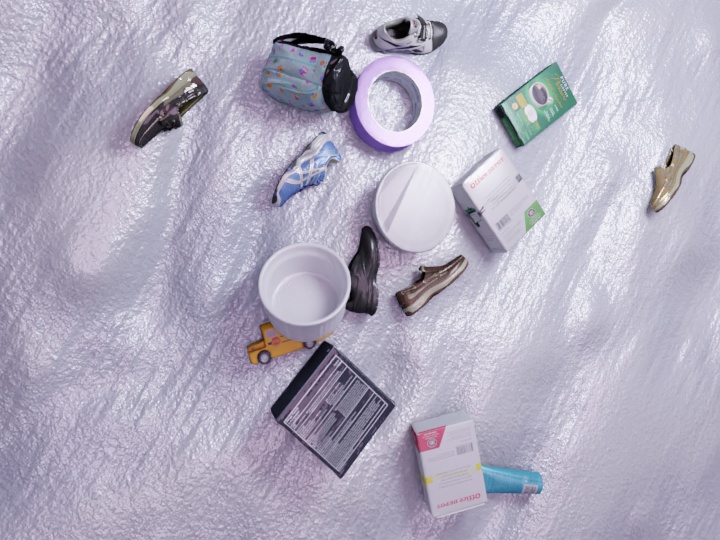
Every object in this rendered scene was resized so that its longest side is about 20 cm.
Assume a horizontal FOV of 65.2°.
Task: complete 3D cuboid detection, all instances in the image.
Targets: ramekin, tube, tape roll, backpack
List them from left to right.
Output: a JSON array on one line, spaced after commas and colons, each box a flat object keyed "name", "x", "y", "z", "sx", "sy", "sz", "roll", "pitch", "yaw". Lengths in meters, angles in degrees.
[{"name": "ramekin", "x": -0.118, "y": 0.051, "z": 1.207, "sx": 0.193, "sy": 0.099, "sz": 0.206, "roll": 2, "pitch": 55, "yaw": -2}, {"name": "backpack", "x": -0.116, "y": -0.415, "z": 1.204, "sx": 0.194, "sy": 0.167, "sz": 0.130, "roll": 19, "pitch": 81, "yaw": 14}, {"name": "tape roll", "x": 0.073, "y": -0.385, "z": 1.311, "sx": 0.193, "sy": 0.065, "sz": 0.208, "roll": 0, "pitch": 92, "yaw": -15}, {"name": "ramekin", "x": 0.114, "y": -0.144, "z": 1.310, "sx": 0.195, "sy": 0.094, "sz": 0.211, "roll": 0, "pitch": 92, "yaw": -15}, {"name": "tube", "x": 0.359, "y": 0.528, "z": 1.414, "sx": 0.193, "sy": 0.050, "sz": 0.081, "roll": 7, "pitch": 87, "yaw": -9}]

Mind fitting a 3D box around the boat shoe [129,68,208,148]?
[{"name": "boat shoe", "x": -0.398, "y": -0.330, "z": 1.180, "sx": 0.065, "sy": 0.072, "sz": 0.203, "roll": 38, "pitch": 77, "yaw": -7}]

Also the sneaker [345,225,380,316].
[{"name": "sneaker", "x": 0.000, "y": 0.000, "z": 1.295, "sx": 0.087, "sy": 0.076, "sz": 0.208, "roll": 2, "pitch": 88, "yaw": -8}]

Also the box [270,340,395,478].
[{"name": "box", "x": -0.063, "y": 0.302, "z": 1.253, "sx": 0.198, "sy": 0.123, "sz": 0.201, "roll": 44, "pitch": 79, "yaw": -13}]

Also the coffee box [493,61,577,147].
[{"name": "coffee box", "x": 0.444, "y": -0.417, "z": 1.422, "sx": 0.198, "sy": 0.044, "sz": 0.125, "roll": -39, "pitch": 100, "yaw": -11}]

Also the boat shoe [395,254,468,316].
[{"name": "boat shoe", "x": 0.168, "y": 0.018, "z": 1.339, "sx": 0.201, "sy": 0.075, "sz": 0.076, "roll": -39, "pitch": 94, "yaw": -11}]

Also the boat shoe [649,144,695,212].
[{"name": "boat shoe", "x": 0.824, "y": -0.252, "z": 1.524, "sx": 0.075, "sy": 0.072, "sz": 0.203, "roll": 34, "pitch": 75, "yaw": 1}]

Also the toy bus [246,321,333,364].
[{"name": "toy bus", "x": -0.159, "y": 0.144, "z": 1.254, "sx": 0.194, "sy": 0.065, "sz": 0.081, "roll": -17, "pitch": 95, "yaw": -14}]

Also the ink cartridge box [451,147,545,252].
[{"name": "ink cartridge box", "x": 0.333, "y": -0.169, "z": 1.374, "sx": 0.145, "sy": 0.084, "sz": 0.202, "roll": -39, "pitch": 100, "yaw": -12}]

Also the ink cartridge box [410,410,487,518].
[{"name": "ink cartridge box", "x": 0.209, "y": 0.459, "z": 1.343, "sx": 0.140, "sy": 0.083, "sz": 0.208, "roll": -11, "pitch": 94, "yaw": -7}]

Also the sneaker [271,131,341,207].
[{"name": "sneaker", "x": -0.121, "y": -0.214, "z": 1.254, "sx": 0.077, "sy": 0.076, "sz": 0.201, "roll": 41, "pitch": 82, "yaw": -7}]

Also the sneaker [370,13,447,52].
[{"name": "sneaker", "x": 0.126, "y": -0.552, "z": 1.312, "sx": 0.194, "sy": 0.088, "sz": 0.077, "roll": -14, "pitch": 93, "yaw": -16}]
